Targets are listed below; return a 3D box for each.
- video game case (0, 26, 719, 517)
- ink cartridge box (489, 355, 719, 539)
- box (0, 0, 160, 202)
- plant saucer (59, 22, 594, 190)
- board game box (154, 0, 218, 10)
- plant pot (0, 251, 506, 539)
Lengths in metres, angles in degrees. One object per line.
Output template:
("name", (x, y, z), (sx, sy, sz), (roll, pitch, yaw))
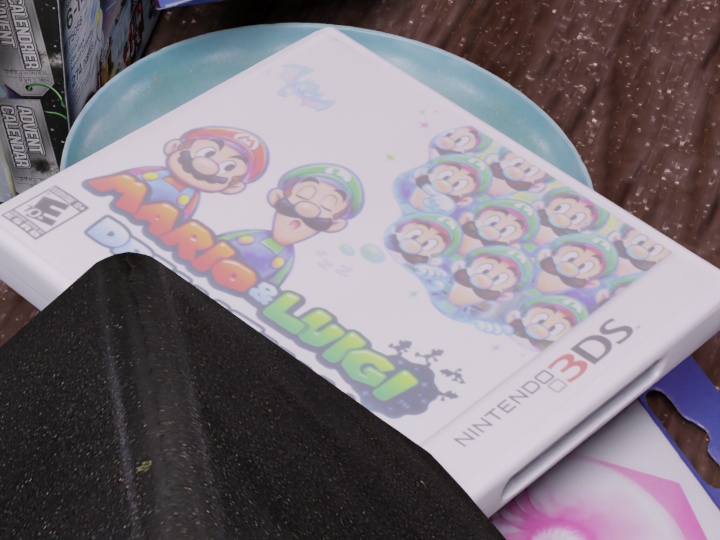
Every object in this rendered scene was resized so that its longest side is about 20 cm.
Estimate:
("video game case", (0.000, 0.000, 0.744), (0.200, 0.024, 0.182), (34, 48, 26))
("ink cartridge box", (0.059, 0.068, 0.770), (0.200, 0.043, 0.196), (-16, 51, -23))
("box", (-0.109, -0.140, 0.872), (0.040, 0.137, 0.200), (8, 45, 7))
("plant saucer", (-0.012, -0.024, 0.806), (0.200, 0.027, 0.200), (4, 43, -4))
("board game box", (-0.045, -0.213, 0.878), (0.043, 0.200, 0.199), (-11, 5, 26))
("plant pot", (-0.053, 0.118, 0.554), (0.200, 0.199, 0.178), (36, 23, -34))
